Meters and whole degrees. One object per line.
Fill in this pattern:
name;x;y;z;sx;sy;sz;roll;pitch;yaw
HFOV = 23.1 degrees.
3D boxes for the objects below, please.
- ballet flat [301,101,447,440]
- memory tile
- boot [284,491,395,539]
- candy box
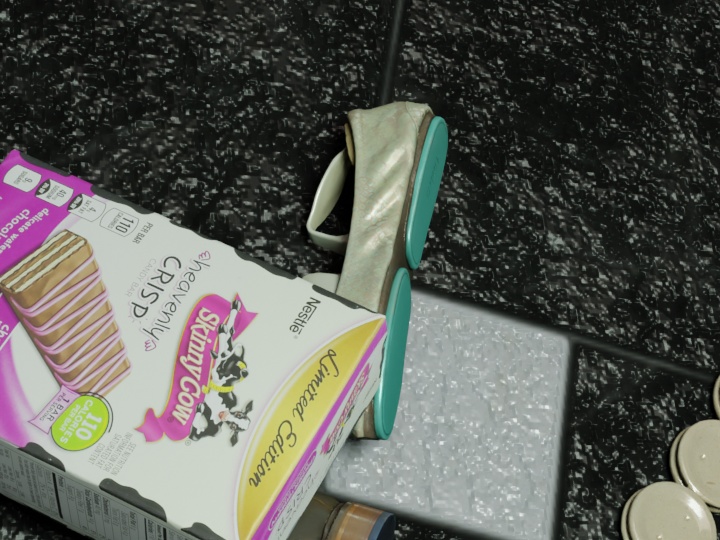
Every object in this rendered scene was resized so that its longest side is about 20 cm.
ballet flat;0.000;0.000;0.893;0.062;0.068;0.200;5;56;12
memory tile;0.237;0.123;0.938;0.153;0.017;0.200;43;58;4
boot;-0.063;0.185;0.776;0.097;0.075;0.200;18;64;15
candy box;-0.106;0.045;0.785;0.200;0.061;0.137;24;57;13
